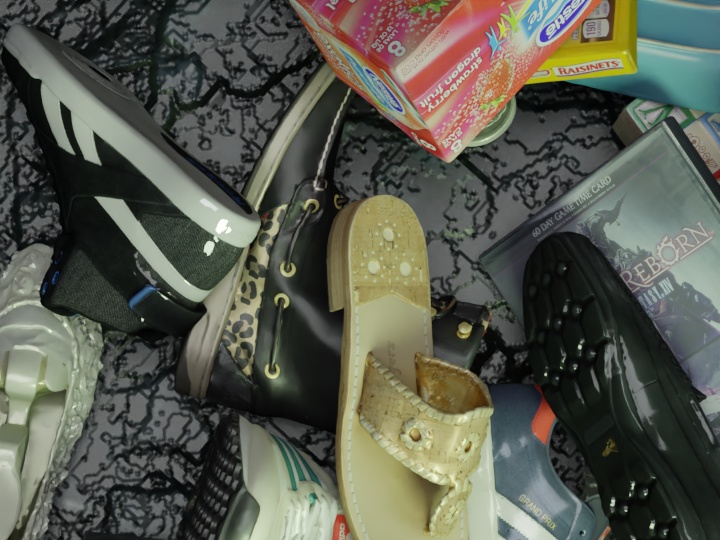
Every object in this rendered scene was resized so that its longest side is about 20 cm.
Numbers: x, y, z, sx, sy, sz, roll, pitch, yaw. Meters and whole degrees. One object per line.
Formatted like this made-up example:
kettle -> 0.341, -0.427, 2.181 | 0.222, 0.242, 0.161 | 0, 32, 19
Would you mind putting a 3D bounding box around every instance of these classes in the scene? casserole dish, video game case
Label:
casserole dish -> 0.162, -0.154, 1.227 | 0.199, 0.039, 0.122 | 15, 70, 25
video game case -> 0.168, 0.039, 1.213 | 0.143, 0.019, 0.201 | -37, 85, 35

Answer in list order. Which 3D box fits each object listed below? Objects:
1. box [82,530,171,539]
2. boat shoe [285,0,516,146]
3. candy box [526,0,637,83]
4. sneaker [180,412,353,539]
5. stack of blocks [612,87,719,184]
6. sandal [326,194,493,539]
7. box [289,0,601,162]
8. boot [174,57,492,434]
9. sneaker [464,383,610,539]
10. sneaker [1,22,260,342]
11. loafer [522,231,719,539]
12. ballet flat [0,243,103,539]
box -> -0.053, 0.193, 1.156 | 0.198, 0.159, 0.049 | 6, 105, -4
boat shoe -> 0.005, -0.146, 1.251 | 0.202, 0.060, 0.072 | 43, 85, 4
candy box -> 0.099, -0.192, 1.231 | 0.101, 0.026, 0.202 | -6, 62, 20
sneaker -> -0.037, 0.120, 1.154 | 0.093, 0.200, 0.071 | 22, 88, -5
stack of blocks -> 0.221, -0.020, 1.242 | 0.115, 0.059, 0.201 | -35, 85, -5
sandal -> 0.032, 0.064, 1.145 | 0.077, 0.069, 0.214 | -6, 85, -36
box -> 0.068, -0.170, 1.156 | 0.200, 0.100, 0.095 | -47, 59, -7
boot -> 0.000, 0.000, 1.228 | 0.150, 0.073, 0.201 | 24, 85, 2
sneaker -> 0.098, 0.158, 1.211 | 0.084, 0.075, 0.202 | -4, 84, 1
sneaker -> -0.152, -0.040, 1.213 | 0.200, 0.073, 0.112 | 42, 102, 31
loafer -> 0.144, 0.072, 1.189 | 0.070, 0.068, 0.202 | -5, 64, -42
ballet flat -> -0.181, 0.083, 1.219 | 0.071, 0.072, 0.202 | 9, 83, 0
